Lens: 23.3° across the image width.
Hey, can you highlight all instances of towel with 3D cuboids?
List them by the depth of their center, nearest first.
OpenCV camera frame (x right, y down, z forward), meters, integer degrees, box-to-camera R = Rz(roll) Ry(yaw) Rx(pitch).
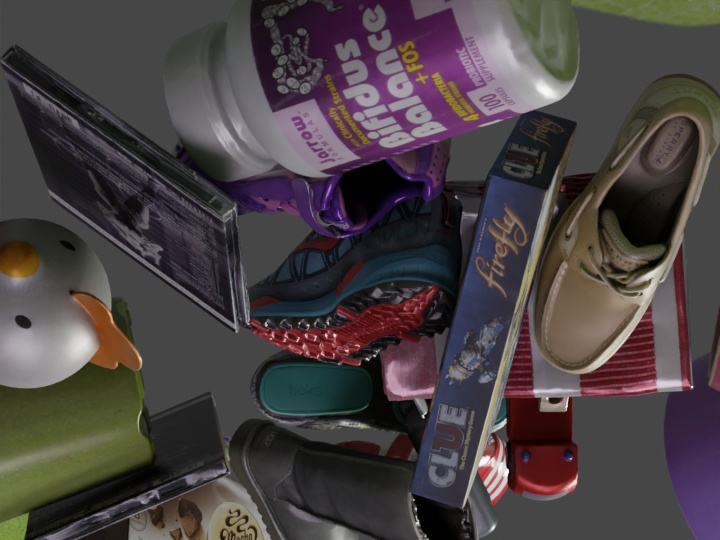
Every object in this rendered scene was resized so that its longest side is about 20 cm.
[{"bbox_3d":[0.105,0.013,1.096,0.199,0.145,0.023,-2,-164,16],"label":"towel"}]

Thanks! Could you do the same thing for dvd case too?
[{"bbox_3d":[-0.128,-0.040,0.994,0.149,0.016,0.200,35,163,10],"label":"dvd case"},{"bbox_3d":[-0.171,0.146,1.278,0.148,0.016,0.200,-23,-168,-4],"label":"dvd case"}]

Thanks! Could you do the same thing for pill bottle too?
[{"bbox_3d":[0.002,-0.112,0.897,0.200,0.113,0.112,-17,147,26],"label":"pill bottle"}]

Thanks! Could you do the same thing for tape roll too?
[{"bbox_3d":[0.318,0.139,1.262,0.200,0.201,0.085,21,145,-33],"label":"tape roll"}]

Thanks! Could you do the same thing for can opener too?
[{"bbox_3d":[0.064,0.101,1.258,0.067,0.053,0.200,-25,115,4],"label":"can opener"}]

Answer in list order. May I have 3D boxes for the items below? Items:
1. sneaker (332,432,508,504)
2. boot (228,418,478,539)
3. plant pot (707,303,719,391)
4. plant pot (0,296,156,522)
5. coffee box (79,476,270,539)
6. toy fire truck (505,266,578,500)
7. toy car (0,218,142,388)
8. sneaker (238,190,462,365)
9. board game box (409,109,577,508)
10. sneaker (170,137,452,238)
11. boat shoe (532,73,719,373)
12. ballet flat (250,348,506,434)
[{"bbox_3d":[0.044,0.185,1.465,0.200,0.079,0.115,-21,143,34],"label":"sneaker"},{"bbox_3d":[0.010,0.185,1.304,0.200,0.073,0.182,6,147,38],"label":"boot"},{"bbox_3d":[0.319,0.029,1.098,0.178,0.200,0.200,12,152,9],"label":"plant pot"},{"bbox_3d":[-0.245,0.095,1.214,0.189,0.201,0.200,-11,152,-8],"label":"plant pot"},{"bbox_3d":[-0.163,0.228,1.497,0.080,0.113,0.200,-19,145,29],"label":"coffee box"},{"bbox_3d":[0.126,0.058,1.172,0.049,0.201,0.141,0,179,0],"label":"toy fire truck"},{"bbox_3d":[-0.209,0.000,0.961,0.199,0.185,0.177,20,151,6],"label":"toy car"},{"bbox_3d":[0.000,0.000,1.079,0.079,0.096,0.200,29,153,-31],"label":"sneaker"},{"bbox_3d":[0.078,0.019,1.017,0.035,0.136,0.201,16,113,8],"label":"board game box"},{"bbox_3d":[-0.029,-0.058,1.019,0.200,0.089,0.080,-16,149,27],"label":"sneaker"},{"bbox_3d":[0.153,-0.018,1.025,0.072,0.065,0.200,26,116,2],"label":"boat shoe"},{"bbox_3d":[0.014,0.089,1.318,0.200,0.072,0.072,5,150,-9],"label":"ballet flat"}]
